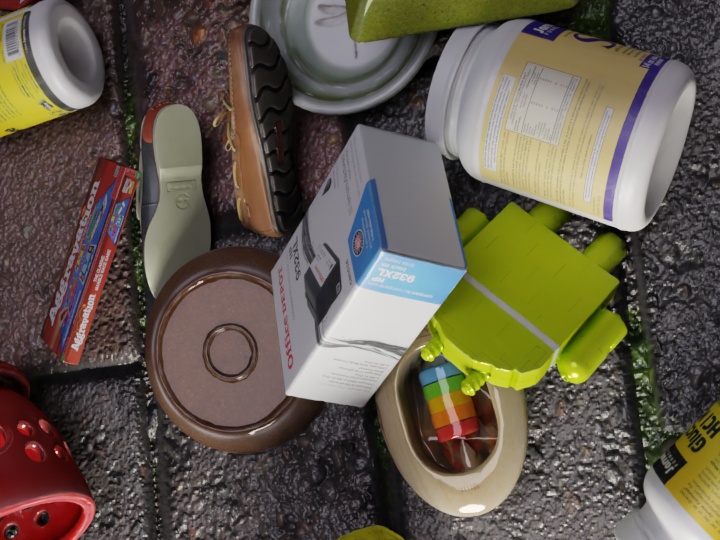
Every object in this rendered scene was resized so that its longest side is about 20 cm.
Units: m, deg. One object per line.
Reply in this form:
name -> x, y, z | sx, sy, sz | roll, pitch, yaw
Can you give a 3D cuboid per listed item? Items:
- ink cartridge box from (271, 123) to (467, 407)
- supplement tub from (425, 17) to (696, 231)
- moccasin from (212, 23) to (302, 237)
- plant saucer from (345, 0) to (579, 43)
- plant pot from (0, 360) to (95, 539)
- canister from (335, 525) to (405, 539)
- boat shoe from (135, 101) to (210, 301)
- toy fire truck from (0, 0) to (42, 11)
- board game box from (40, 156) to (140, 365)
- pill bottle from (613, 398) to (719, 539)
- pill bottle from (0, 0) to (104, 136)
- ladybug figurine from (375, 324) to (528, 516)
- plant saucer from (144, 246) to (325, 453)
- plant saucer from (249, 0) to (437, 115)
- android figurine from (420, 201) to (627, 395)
ink cartridge box -> 0.000, 0.000, 1.023 | 0.201, 0.083, 0.146 | -56, 33, 41
supplement tub -> 0.170, -0.130, 1.013 | 0.198, 0.145, 0.147 | 21, 92, 21
moccasin -> -0.103, -0.133, 1.134 | 0.077, 0.074, 0.203 | 9, 122, 31
plant saucer -> 0.077, -0.297, 1.043 | 0.197, 0.048, 0.202 | -9, 51, 3
plant pot -> -0.386, 0.203, 1.172 | 0.200, 0.200, 0.183 | -39, 64, 13
canister -> -0.031, 0.333, 1.043 | 0.086, 0.148, 0.201 | 40, 101, 20
boat shoe -> -0.193, -0.068, 1.192 | 0.062, 0.070, 0.203 | 13, 105, 58
toy fire truck -> -0.373, -0.369, 1.281 | 0.167, 0.111, 0.202 | -21, 75, 42
board game box -> -0.277, -0.013, 1.209 | 0.103, 0.019, 0.202 | 22, 94, 62
pill bottle -> 0.301, 0.169, 0.948 | 0.200, 0.112, 0.113 | -47, 71, 10
pill bottle -> -0.379, -0.201, 1.242 | 0.198, 0.112, 0.114 | -15, 79, 19
ladybug figurine -> 0.084, 0.117, 1.059 | 0.134, 0.072, 0.202 | -16, 79, 18
plant saucer -> -0.121, 0.077, 1.144 | 0.198, 0.034, 0.203 | 0, 90, 11
plant saucer -> -0.010, -0.246, 1.145 | 0.198, 0.050, 0.203 | -3, 83, 21
android figurine -> 0.136, 0.022, 1.018 | 0.181, 0.041, 0.200 | 37, 66, 19
